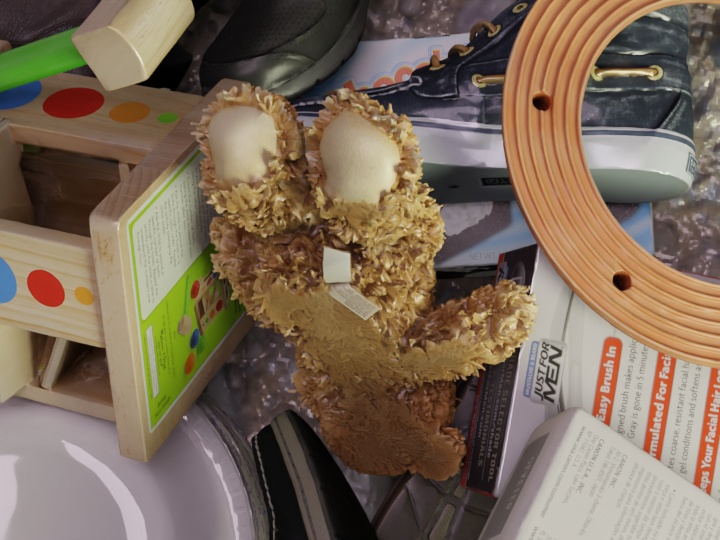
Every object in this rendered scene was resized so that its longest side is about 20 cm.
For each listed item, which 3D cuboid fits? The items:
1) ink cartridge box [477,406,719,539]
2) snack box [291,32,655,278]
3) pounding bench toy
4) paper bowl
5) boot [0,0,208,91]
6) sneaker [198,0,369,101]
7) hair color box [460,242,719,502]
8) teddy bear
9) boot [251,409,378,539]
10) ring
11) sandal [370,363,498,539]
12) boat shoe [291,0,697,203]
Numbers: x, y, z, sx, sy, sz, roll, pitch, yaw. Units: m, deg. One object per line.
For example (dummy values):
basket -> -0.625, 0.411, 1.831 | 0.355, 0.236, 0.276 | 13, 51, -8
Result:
ink cartridge box -> 0.123, 0.173, 0.635 | 0.200, 0.050, 0.161 | 35, 59, -7
snack box -> 0.041, -0.056, 0.809 | 0.199, 0.037, 0.117 | -4, 80, 9
pounding bench toy -> -0.142, -0.046, 0.723 | 0.155, 0.124, 0.201 | 12, 128, 19
paper bowl -> -0.143, 0.136, 0.780 | 0.200, 0.104, 0.202 | -1, 82, 8
boot -> -0.145, -0.174, 0.800 | 0.174, 0.069, 0.200 | 33, 95, 11
sneaker -> -0.023, -0.159, 0.784 | 0.073, 0.082, 0.200 | 10, 57, 43
hair color box -> 0.154, 0.061, 0.731 | 0.199, 0.064, 0.111 | 12, 84, -11
teddy bear -> 0.000, 0.000, 0.690 | 0.145, 0.200, 0.067 | -12, 37, 34
boot -> -0.058, 0.169, 0.689 | 0.153, 0.074, 0.204 | -26, 54, 9
ring -> 0.154, -0.054, 0.712 | 0.199, 0.019, 0.201 | 4, 73, -12
sandal -> 0.072, 0.077, 0.776 | 0.082, 0.055, 0.200 | 36, 86, -7
boat shoe -> 0.054, -0.082, 0.761 | 0.199, 0.071, 0.091 | 3, 75, 5
